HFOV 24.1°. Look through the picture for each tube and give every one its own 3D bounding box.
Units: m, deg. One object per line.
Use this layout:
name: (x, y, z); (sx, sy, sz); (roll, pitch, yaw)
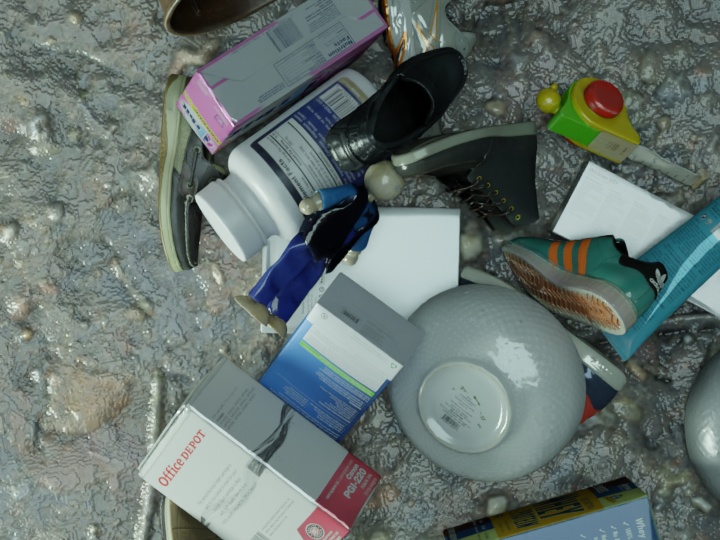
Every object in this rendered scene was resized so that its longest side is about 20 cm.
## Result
tube: (0.313, -0.004, 1.664); (0.200, 0.050, 0.077); (-40, 72, 8)

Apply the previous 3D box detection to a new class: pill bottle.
pill bottle: (-0.059, -0.100, 1.664); (0.200, 0.111, 0.111); (-37, 91, -9)

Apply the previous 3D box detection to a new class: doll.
doll: (-0.032, -0.028, 1.629); (0.048, 0.136, 0.200); (41, 90, 30)

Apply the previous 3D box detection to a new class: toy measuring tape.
toy measuring tape: (0.266, -0.146, 1.710); (0.200, 0.074, 0.074); (21, 91, -17)

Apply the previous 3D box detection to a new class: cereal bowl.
cereal bowl: (0.430, 0.160, 1.698); (0.200, 0.083, 0.200); (0, 92, -1)
cereal bowl: (0.116, 0.119, 1.654); (0.200, 0.083, 0.200); (7, 109, 19)

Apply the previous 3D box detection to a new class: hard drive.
hard drive: (0.000, 0.000, 1.723); (0.200, 0.026, 0.132); (1, 91, 0)

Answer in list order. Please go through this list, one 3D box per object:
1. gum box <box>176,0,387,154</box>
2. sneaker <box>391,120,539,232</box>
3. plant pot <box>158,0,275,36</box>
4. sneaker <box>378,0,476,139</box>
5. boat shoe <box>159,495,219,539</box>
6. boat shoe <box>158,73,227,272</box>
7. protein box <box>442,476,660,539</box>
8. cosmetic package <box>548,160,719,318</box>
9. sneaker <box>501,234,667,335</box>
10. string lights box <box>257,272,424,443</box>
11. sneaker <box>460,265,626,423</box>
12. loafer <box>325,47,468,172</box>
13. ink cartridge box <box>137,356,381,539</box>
gum box: (-0.073, -0.203, 1.650); (0.200, 0.114, 0.066); (-35, 91, -18)
sneaker: (0.114, -0.085, 1.651); (0.075, 0.200, 0.106); (-6, 95, 45)
plant pot: (-0.148, -0.366, 1.643); (0.200, 0.200, 0.198); (-30, 84, 0)
sneaker: (0.077, -0.202, 1.699); (0.092, 0.076, 0.200); (-9, 92, -4)
boat shoe: (-0.177, 0.321, 1.708); (0.065, 0.072, 0.200); (-18, 84, 35)
boat shoe: (-0.167, -0.098, 1.698); (0.065, 0.073, 0.200); (0, 91, 5)
protein box: (0.206, 0.333, 1.673); (0.200, 0.135, 0.199); (-16, 91, 0)
cosmetic package: (0.299, -0.030, 1.710); (0.200, 0.051, 0.083); (28, 95, 0)
sneaker: (0.221, 0.001, 1.658); (0.080, 0.200, 0.071); (-39, 124, -16)
string lights box: (-0.034, 0.104, 1.651); (0.103, 0.059, 0.200); (37, 132, -1)
sneaker: (0.168, 0.079, 1.702); (0.200, 0.075, 0.085); (38, 95, 3)
loafer: (0.048, -0.156, 1.596); (0.201, 0.070, 0.068); (-42, 107, -40)
ink cartridge box: (-0.102, 0.201, 1.663); (0.200, 0.085, 0.146); (36, 135, -2)
